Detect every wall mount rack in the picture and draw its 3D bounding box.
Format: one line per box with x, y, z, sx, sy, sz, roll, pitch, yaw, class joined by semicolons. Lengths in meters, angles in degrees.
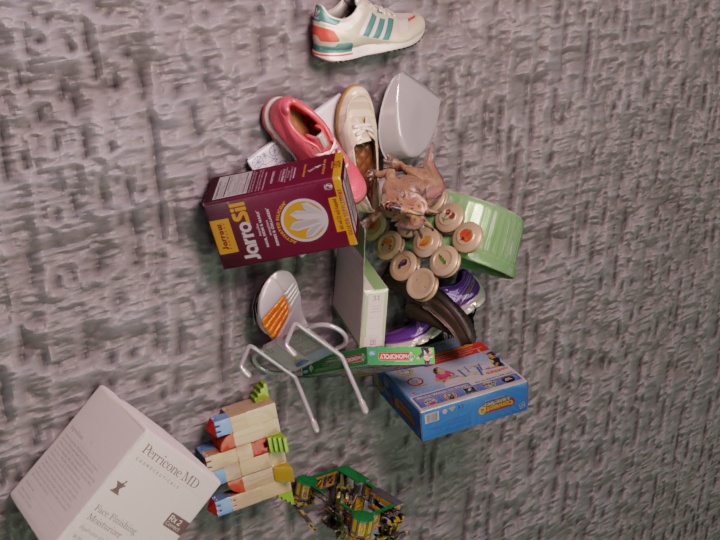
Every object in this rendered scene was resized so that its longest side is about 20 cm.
-0.081;0.159;1.485;0.174;0.199;0.075;39;47;-25;wall mount rack

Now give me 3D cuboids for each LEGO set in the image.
-0.023;0.422;1.651;0.153;0.199;0.117;-12;117;-55;LEGO set

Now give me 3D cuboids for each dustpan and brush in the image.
0.060;-0.197;1.554;0.139;0.057;0.202;19;78;-55;dustpan and brush

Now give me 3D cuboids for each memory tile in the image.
0.090;-0.059;1.527;0.153;0.200;0.017;-46;142;10;memory tile

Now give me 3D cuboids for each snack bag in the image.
-0.064;-0.140;1.510;0.188;0.021;0.201;-38;125;-20;snack bag

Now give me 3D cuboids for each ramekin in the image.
0.170;-0.062;1.604;0.199;0.199;0.098;20;87;-39;ramekin

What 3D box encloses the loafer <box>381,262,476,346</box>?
0.111;0.059;1.628;0.071;0.200;0.073;-46;162;7;loafer

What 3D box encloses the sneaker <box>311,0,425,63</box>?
0.015;-0.371;1.450;0.199;0.070;0.094;-20;123;-27;sneaker

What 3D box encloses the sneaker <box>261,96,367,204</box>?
-0.061;-0.170;1.417;0.200;0.087;0.074;46;74;-14;sneaker

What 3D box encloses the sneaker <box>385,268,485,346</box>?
0.116;0.067;1.690;0.199;0.081;0.084;-34;95;-9;sneaker

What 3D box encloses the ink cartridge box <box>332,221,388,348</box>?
0.000;0.000;1.515;0.048;0.146;0.201;-4;116;-18;ink cartridge box

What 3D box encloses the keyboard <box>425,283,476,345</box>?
0.162;0.115;1.773;0.103;0.040;0.201;-12;116;-8;keyboard

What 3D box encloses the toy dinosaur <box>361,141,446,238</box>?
0.082;-0.115;1.470;0.200;0.135;0.086;-41;130;-36;toy dinosaur

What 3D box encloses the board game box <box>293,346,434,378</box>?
0.003;0.146;1.555;0.134;0.199;0.029;4;77;-37;board game box

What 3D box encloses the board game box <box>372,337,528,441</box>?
0.147;0.191;1.653;0.199;0.196;0.056;-13;115;-19;board game box

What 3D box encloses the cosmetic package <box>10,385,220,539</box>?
-0.341;0.305;1.373;0.200;0.165;0.165;-51;130;-10;cosmetic package

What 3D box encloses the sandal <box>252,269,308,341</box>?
-0.131;0.068;1.517;0.079;0.059;0.207;-43;148;-22;sandal

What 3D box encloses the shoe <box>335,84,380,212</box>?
0.005;-0.182;1.498;0.070;0.053;0.201;-20;120;-32;shoe

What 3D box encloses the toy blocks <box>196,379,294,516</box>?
-0.191;0.289;1.536;0.136;0.100;0.202;-15;106;-22;toy blocks

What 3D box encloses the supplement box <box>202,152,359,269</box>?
-0.110;-0.084;1.391;0.198;0.086;0.111;-11;120;8;supplement box
